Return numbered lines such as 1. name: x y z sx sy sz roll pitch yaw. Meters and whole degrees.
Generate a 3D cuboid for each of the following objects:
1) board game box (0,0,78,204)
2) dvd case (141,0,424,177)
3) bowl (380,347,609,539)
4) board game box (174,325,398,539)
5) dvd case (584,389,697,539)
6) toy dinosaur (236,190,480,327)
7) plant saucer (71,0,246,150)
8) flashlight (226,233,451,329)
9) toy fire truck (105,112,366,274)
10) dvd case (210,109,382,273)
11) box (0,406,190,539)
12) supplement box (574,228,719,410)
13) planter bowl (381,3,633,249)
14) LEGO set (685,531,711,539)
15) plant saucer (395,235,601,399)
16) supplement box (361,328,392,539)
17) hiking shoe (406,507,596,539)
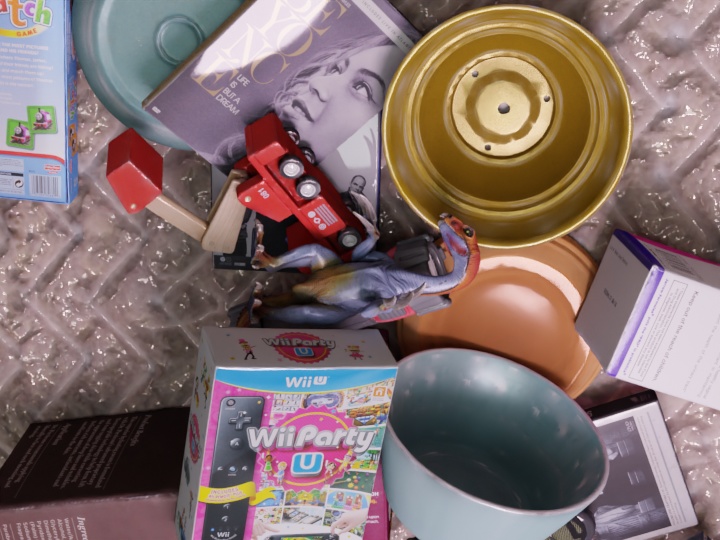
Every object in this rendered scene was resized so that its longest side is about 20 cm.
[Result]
1. board game box: -0.322 -0.163 1.041 0.150 0.037 0.201 6 112 2
2. dvd case: -0.055 -0.155 0.978 0.200 0.016 0.149 -41 125 15
3. bowl: 0.097 0.168 1.022 0.200 0.201 0.105 18 122 -3
4. board game box: -0.063 0.145 0.969 0.147 0.064 0.201 1 117 -18
5. dvd case: 0.200 0.204 1.136 0.199 0.025 0.151 -19 116 11
6. toy dinosaur: 0.000 0.000 0.991 0.181 0.200 0.106 4 73 -13
7. plant saucer: -0.145 -0.191 0.993 0.199 0.036 0.201 2 111 5
8. flashlight: -0.021 0.026 1.058 0.199 0.068 0.068 -16 91 20
9. toy fire truck: -0.099 -0.056 1.000 0.141 0.049 0.200 -28 129 15
10. dvd case: -0.056 -0.094 1.054 0.149 0.025 0.201 3 111 3
11. box: -0.224 0.241 1.124 0.199 0.166 0.165 -6 110 8
12. supplement box: 0.299 0.052 1.022 0.199 0.101 0.104 17 107 -12
13. planter bowl: 0.119 -0.125 0.995 0.199 0.084 0.201 2 112 4
14. LEGO set: 0.302 0.348 1.135 0.200 0.154 0.116 -41 104 21
15. plant saucer: 0.130 0.052 1.090 0.199 0.037 0.201 1 111 3
16. supplement box: -0.015 0.165 1.107 0.085 0.110 0.201 0 112 4
17. hiking shoe: 0.129 0.269 1.077 0.199 0.101 0.076 -17 119 -11
